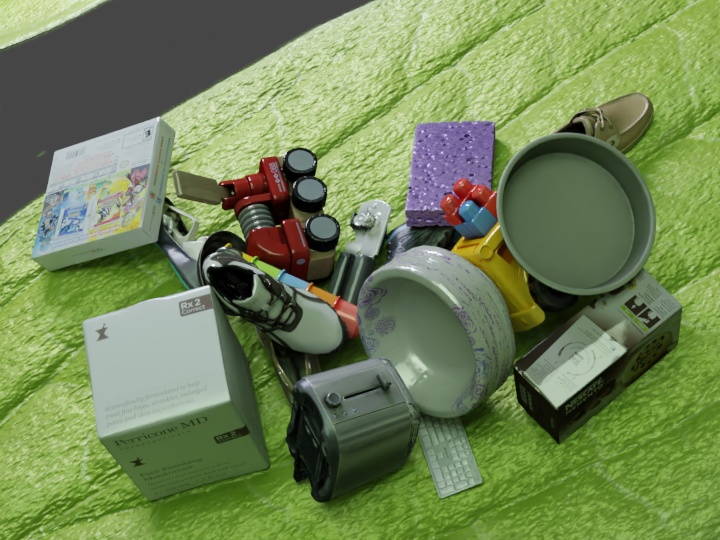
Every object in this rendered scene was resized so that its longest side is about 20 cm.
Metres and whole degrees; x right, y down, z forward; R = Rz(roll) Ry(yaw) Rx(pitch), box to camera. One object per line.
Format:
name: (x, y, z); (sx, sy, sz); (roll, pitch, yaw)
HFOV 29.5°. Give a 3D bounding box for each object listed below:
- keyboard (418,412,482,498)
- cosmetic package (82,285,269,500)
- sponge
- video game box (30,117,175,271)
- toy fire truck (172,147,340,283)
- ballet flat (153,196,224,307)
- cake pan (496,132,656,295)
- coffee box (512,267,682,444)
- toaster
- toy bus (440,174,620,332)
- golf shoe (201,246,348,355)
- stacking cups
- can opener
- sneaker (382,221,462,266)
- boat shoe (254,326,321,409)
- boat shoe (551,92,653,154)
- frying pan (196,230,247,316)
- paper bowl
keyboard: (0.094, 0.183, 1.687); (0.056, 0.011, 0.201); (-19, 58, 0)
cosmetic package: (-0.221, 0.152, 1.658); (0.164, 0.200, 0.166); (-17, 58, 2)
sponge: (0.122, -0.131, 1.819); (0.111, 0.030, 0.200); (-1, 40, 9)
video game box: (-0.355, -0.105, 1.890); (0.199, 0.047, 0.183); (-13, 53, 29)
toy fire truck: (-0.140, -0.071, 1.783); (0.199, 0.129, 0.177); (-10, 57, -15)
ballet flat: (-0.233, -0.032, 1.841); (0.073, 0.073, 0.200); (-36, 58, -10)
cake pan: (0.252, -0.064, 1.620); (0.199, 0.037, 0.201); (4, 73, -12)
coffee box: (0.284, 0.101, 1.634); (0.200, 0.113, 0.080); (-37, 62, -11)
toaster: (-0.010, 0.190, 1.614); (0.129, 0.200, 0.114); (-18, 57, -20)
toy bus: (0.199, -0.053, 1.685); (0.192, 0.136, 0.200); (47, 72, -11)
golf shoe: (-0.109, 0.046, 1.652); (0.199, 0.094, 0.078); (29, 96, 1)
stacking cups: (-0.091, 0.035, 1.721); (0.199, 0.061, 0.061); (26, 67, 6)
can opener: (0.000, 0.000, 1.786); (0.052, 0.066, 0.201); (6, 68, 37)
sneaker: (0.060, -0.008, 1.777); (0.082, 0.073, 0.200); (23, 57, 29)
boat shoe: (-0.094, 0.085, 1.744); (0.071, 0.076, 0.200); (-26, 57, -2)
boat shoe: (0.311, -0.181, 1.824); (0.200, 0.065, 0.071); (-36, 60, -10)
frying pan: (-0.186, 0.033, 1.772); (0.031, 0.115, 0.191); (-14, 40, 37)
paper bowl: (0.099, 0.067, 1.637); (0.200, 0.201, 0.104); (33, 45, 26)
